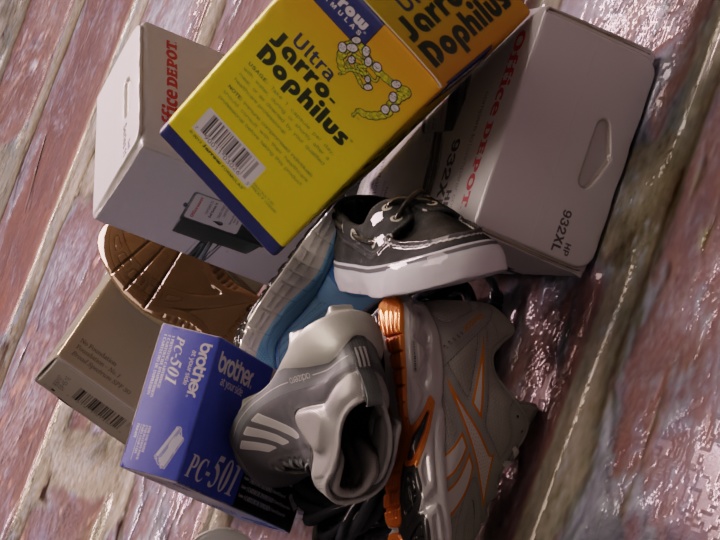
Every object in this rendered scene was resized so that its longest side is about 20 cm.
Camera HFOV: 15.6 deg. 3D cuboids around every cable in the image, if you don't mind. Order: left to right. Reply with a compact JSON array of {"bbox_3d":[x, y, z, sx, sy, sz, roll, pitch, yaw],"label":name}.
[{"bbox_3d":[0.008,0.086,1.643,0.163,0.051,0.200,-10,52,50],"label":"cable"}]

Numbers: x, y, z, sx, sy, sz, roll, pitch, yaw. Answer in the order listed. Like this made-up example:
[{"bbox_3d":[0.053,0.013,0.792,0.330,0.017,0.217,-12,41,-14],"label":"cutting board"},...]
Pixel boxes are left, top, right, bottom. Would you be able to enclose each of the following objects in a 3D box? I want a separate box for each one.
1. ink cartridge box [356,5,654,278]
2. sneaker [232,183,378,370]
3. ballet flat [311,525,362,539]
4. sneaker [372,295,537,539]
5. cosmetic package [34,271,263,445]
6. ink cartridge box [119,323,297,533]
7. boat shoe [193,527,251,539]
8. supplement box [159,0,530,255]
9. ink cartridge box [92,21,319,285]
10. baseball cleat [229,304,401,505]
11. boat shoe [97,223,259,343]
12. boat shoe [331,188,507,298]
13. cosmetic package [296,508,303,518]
[{"bbox_3d":[0.083,-0.078,1.634,0.200,0.084,0.145,1,71,67],"label":"ink cartridge box"},{"bbox_3d":[0.000,0.000,1.779,0.200,0.090,0.078,-54,2,-15],"label":"sneaker"},{"bbox_3d":[-0.010,0.207,1.652,0.200,0.046,0.067,-85,-5,-49],"label":"ballet flat"},{"bbox_3d":[0.063,0.111,1.526,0.076,0.092,0.200,169,97,-71],"label":"sneaker"},{"bbox_3d":[-0.145,0.026,1.972,0.200,0.103,0.073,-59,9,-26],"label":"cosmetic package"},{"bbox_3d":[-0.083,0.103,1.670,0.200,0.044,0.094,36,-111,-66],"label":"ink cartridge box"},{"bbox_3d":[-0.077,0.260,1.635,0.064,0.071,0.200,144,117,-80],"label":"boat shoe"},{"bbox_3d":[-0.012,-0.119,1.584,0.109,0.110,0.200,-42,-1,-45],"label":"supplement box"},{"bbox_3d":[-0.087,-0.075,1.879,0.083,0.200,0.147,-53,26,34],"label":"ink cartridge box"},{"bbox_3d":[-0.029,0.103,1.550,0.200,0.070,0.107,112,148,-57],"label":"baseball cleat"},{"bbox_3d":[-0.113,0.027,1.895,0.071,0.065,0.200,-44,62,-9],"label":"boat shoe"},{"bbox_3d":[0.025,-0.018,1.533,0.200,0.069,0.057,180,78,-70],"label":"boat shoe"},{"bbox_3d":[-0.075,0.126,1.865,0.200,0.051,0.083,-3,66,67],"label":"cosmetic package"}]
